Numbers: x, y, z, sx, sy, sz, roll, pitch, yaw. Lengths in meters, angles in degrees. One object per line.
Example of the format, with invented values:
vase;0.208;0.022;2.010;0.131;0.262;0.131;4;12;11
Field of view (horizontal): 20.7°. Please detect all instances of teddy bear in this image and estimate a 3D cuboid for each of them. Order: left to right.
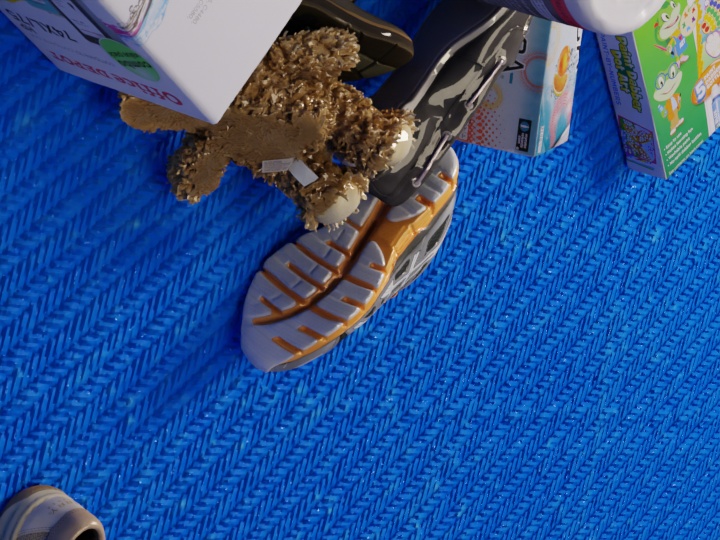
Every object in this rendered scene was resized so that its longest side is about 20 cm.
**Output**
teddy bear;-0.057;-0.097;1.208;0.200;0.067;0.145;12;131;-23

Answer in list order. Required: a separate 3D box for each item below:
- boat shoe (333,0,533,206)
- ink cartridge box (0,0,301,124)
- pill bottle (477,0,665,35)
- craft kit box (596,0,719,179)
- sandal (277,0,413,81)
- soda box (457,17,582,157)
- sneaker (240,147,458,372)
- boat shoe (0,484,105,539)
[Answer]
boat shoe;0.062;-0.129;1.313;0.200;0.067;0.057;-49;124;-9
ink cartridge box;-0.133;-0.203;1.041;0.146;0.147;0.200;-57;138;-13
pill bottle;0.095;-0.221;1.239;0.111;0.200;0.111;-22;122;-40
craft kit box;0.266;-0.208;1.553;0.200;0.048;0.198;-44;131;-26
sandal;-0.037;-0.168;1.232;0.200;0.082;0.055;22;65;-45
soda box;0.116;-0.185;1.370;0.064;0.068;0.200;-28;128;-58
sneaker;0.000;0.000;1.336;0.200;0.078;0.077;-44;152;-17
boat shoe;-0.203;0.237;1.223;0.071;0.064;0.200;-3;109;-47
